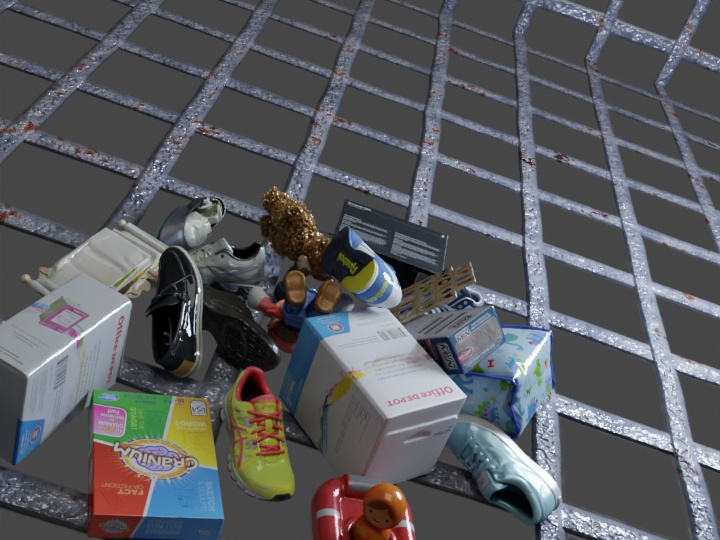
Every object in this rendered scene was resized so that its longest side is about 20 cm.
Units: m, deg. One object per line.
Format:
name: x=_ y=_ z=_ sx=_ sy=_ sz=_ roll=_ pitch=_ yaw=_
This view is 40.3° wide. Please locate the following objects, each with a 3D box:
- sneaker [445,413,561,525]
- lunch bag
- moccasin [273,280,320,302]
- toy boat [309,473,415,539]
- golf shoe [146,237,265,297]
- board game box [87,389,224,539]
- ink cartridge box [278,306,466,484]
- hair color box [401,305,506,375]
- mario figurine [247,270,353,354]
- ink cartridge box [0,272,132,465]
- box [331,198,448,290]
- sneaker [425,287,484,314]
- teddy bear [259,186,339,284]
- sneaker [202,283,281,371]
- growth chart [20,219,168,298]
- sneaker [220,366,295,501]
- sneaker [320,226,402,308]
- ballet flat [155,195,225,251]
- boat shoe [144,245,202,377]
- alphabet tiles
sneaker: x=0.182 y=0.274 z=1.356 sx=0.199 sy=0.074 sz=0.082 roll=33 pitch=30 yaw=20
lunch bag: x=0.172 y=0.161 z=1.473 sx=0.198 sy=0.129 sz=0.170 roll=7 pitch=24 yaw=28
moccasin: x=-0.046 y=0.062 z=1.541 sx=0.199 sy=0.069 sz=0.080 roll=30 pitch=33 yaw=16
toy boat: x=0.016 y=0.305 z=1.154 sx=0.129 sy=0.132 sz=0.201 roll=11 pitch=33 yaw=-15
golf shoe: x=-0.241 y=-0.015 z=1.518 sx=0.198 sy=0.098 sz=0.079 roll=-1 pitch=40 yaw=-29
board game box: x=-0.251 y=0.233 z=1.190 sx=0.151 sy=0.041 sz=0.201 roll=7 pitch=34 yaw=-21
ink cartridge box: x=0.013 y=0.172 z=1.337 sx=0.146 sy=0.147 sz=0.200 roll=-7 pitch=41 yaw=-38
hair color box: x=0.103 y=0.106 z=1.418 sx=0.100 sy=0.199 sz=0.061 roll=-31 pitch=101 yaw=-35
mario figurine: x=-0.089 y=0.044 z=1.434 sx=0.106 sy=0.200 sz=0.124 roll=-39 pitch=85 yaw=-25
ink cartridge box: x=-0.376 y=0.114 z=1.195 sx=0.084 sy=0.146 sz=0.200 roll=27 pitch=32 yaw=13
box: x=0.046 y=-0.032 z=1.729 sx=0.198 sy=0.079 sz=0.142 roll=20 pitch=35 yaw=-2
sneaker: x=0.111 y=0.070 z=1.585 sx=0.198 sy=0.109 sz=0.070 roll=0 pitch=37 yaw=-30
teddy bear: x=-0.108 y=-0.048 z=1.587 sx=0.066 sy=0.145 sz=0.201 roll=-14 pitch=60 yaw=-40
sneaker: x=-0.187 y=0.073 z=1.442 sx=0.199 sy=0.076 sz=0.091 roll=35 pitch=28 yaw=18
growth chart: x=-0.372 y=0.001 z=1.437 sx=0.144 sy=0.018 sz=0.200 roll=38 pitch=54 yaw=21
sneaker: x=-0.130 y=0.205 z=1.258 sx=0.077 sy=0.091 sz=0.201 roll=2 pitch=38 yaw=-31
sneaker: x=0.000 y=0.000 z=1.431 sx=0.082 sy=0.074 sz=0.200 roll=32 pitch=10 yaw=-27
ballet flat: x=-0.268 y=-0.077 z=1.598 sx=0.072 sy=0.074 sz=0.200 roll=23 pitch=24 yaw=3
boat shoe: x=-0.263 y=0.051 z=1.374 sx=0.062 sy=0.074 sz=0.202 roll=23 pitch=49 yaw=-45
alphabet tiles: x=0.104 y=0.038 z=1.557 sx=0.006 sy=0.165 sz=0.200 roll=63 pitch=9 yaw=-10
